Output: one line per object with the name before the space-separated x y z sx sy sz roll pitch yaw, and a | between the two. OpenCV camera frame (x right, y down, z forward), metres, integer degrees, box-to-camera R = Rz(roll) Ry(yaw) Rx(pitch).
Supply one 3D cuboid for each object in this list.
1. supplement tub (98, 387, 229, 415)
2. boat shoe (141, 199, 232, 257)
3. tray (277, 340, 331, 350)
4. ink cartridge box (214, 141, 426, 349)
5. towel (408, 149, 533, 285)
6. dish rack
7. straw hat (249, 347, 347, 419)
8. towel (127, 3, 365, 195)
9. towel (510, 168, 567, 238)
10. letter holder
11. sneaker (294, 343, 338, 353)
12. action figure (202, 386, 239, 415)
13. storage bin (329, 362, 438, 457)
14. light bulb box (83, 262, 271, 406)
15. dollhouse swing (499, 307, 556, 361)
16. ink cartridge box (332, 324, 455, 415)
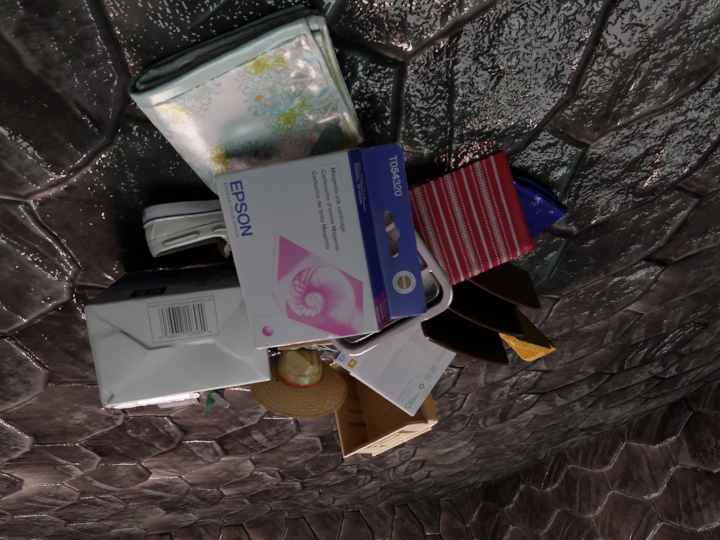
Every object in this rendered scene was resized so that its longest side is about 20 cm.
supplement tub | -0.332 0.173 0.889 0.198 0.123 0.123 -7 146 -12
boat shoe | -0.163 -0.051 0.642 0.198 0.070 0.071 -8 173 -21
tray | -0.045 0.069 0.869 0.198 0.100 0.037 -6 -170 -13
ink cartridge box | -0.038 -0.024 0.558 0.198 0.043 0.198 -10 103 7
towel | 0.125 -0.058 0.683 0.199 0.146 0.022 -23 -168 -6
dish rack | 0.008 0.004 0.663 0.199 0.172 0.044 -33 -175 33
straw hat | -0.113 0.178 0.965 0.199 0.201 0.086 2 114 -22
towel | -0.107 -0.164 0.541 0.198 0.048 0.171 -18 146 7
towel | 0.197 -0.070 0.801 0.147 0.050 0.200 21 134 -32
letter holder | 0.185 0.054 0.799 0.199 0.143 0.100 22 133 -33
sneaker | -0.055 0.101 0.930 0.198 0.075 0.089 0 146 -22
action figure | -0.193 0.138 0.850 0.054 0.200 0.119 30 114 -7
storage bin | 0.042 0.262 1.089 0.198 0.201 0.093 -36 142 30
light bulb box | -0.225 0.069 0.684 0.196 0.200 0.126 -7 101 -12
dollhouse swing | 0.240 0.151 1.042 0.199 0.182 0.176 19 115 -40
ink cartridge box | 0.073 0.114 0.867 0.200 0.041 0.200 40 84 -27
